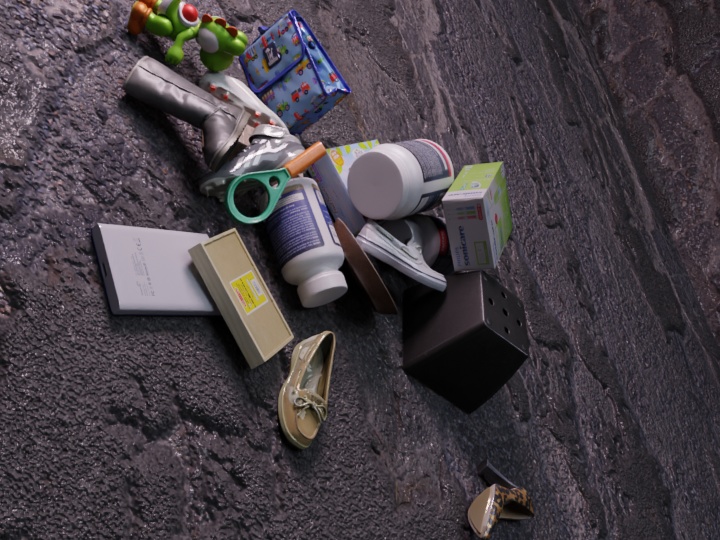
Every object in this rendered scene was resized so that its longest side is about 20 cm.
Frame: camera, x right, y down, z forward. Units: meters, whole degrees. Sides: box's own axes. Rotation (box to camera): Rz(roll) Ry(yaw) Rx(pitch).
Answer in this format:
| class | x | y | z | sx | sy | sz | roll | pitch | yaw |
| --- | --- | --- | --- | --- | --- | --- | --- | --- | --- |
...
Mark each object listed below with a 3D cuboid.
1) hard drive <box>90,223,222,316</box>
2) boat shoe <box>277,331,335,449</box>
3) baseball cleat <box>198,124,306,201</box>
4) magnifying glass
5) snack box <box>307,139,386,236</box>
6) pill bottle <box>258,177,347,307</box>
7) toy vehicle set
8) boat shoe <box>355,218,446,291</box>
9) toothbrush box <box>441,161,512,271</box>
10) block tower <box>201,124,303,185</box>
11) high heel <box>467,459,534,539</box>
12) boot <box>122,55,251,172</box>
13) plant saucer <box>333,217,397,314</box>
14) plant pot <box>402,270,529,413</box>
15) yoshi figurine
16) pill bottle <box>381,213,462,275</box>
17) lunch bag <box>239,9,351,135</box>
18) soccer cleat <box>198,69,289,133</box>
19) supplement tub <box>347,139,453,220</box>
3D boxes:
| class | x | y | z | sx | sy | sz | roll | pitch | yaw |
| --- | --- | --- | --- | --- | --- | --- | --- | --- | --- |
| hard drive | -0.287 | 0.002 | 1.311 | 0.199 | 0.025 | 0.133 | 4 | 60 | -51 |
| boat shoe | -0.077 | 0.182 | 1.402 | 0.073 | 0.063 | 0.202 | 40 | 37 | -24 |
| baseball cleat | -0.187 | -0.184 | 1.512 | 0.198 | 0.070 | 0.107 | -15 | 71 | -27 |
| magnifying glass | -0.136 | -0.148 | 1.476 | 0.199 | 0.022 | 0.080 | -39 | 105 | -24 |
| snack box | 0.003 | -0.164 | 1.787 | 0.199 | 0.067 | 0.170 | -20 | 81 | -57 |
| pill bottle | -0.093 | -0.045 | 1.525 | 0.110 | 0.110 | 0.202 | 1 | 62 | -52 |
| toy vehicle set | -0.180 | 0.039 | 1.381 | 0.202 | 0.026 | 0.124 | 62 | 21 | -2 |
| boat shoe | 0.085 | -0.029 | 1.670 | 0.198 | 0.067 | 0.073 | 28 | 1 | -20 |
| toothbrush box | 0.230 | -0.108 | 1.751 | 0.200 | 0.085 | 0.147 | -51 | 133 | -58 |
| block tower | -0.185 | -0.207 | 1.592 | 0.199 | 0.054 | 0.058 | 24 | 46 | -39 |
| high heel | 0.264 | 0.444 | 1.615 | 0.142 | 0.071 | 0.200 | 43 | 26 | -10 |
| boot | -0.285 | -0.254 | 1.438 | 0.199 | 0.073 | 0.183 | 32 | 28 | -14 |
| plant saucer | 0.000 | 0.000 | 1.601 | 0.202 | 0.034 | 0.200 | 58 | -5 | 8 |
| plant pot | 0.209 | 0.117 | 1.725 | 0.199 | 0.177 | 0.201 | 34 | 39 | -29 |
| yoshi figurine | -0.297 | -0.403 | 1.563 | 0.198 | 0.114 | 0.112 | 19 | 2 | -6 |
| pill bottle | 0.129 | -0.051 | 1.812 | 0.199 | 0.119 | 0.121 | 4 | 60 | -51 |
| lunch bag | -0.135 | -0.379 | 1.709 | 0.094 | 0.150 | 0.202 | -21 | 80 | -56 |
| soccer cleat | -0.203 | -0.295 | 1.631 | 0.199 | 0.069 | 0.078 | 35 | 36 | -26 |
| supplement tub | 0.077 | -0.172 | 1.703 | 0.199 | 0.140 | 0.142 | -19 | 78 | -56 |
